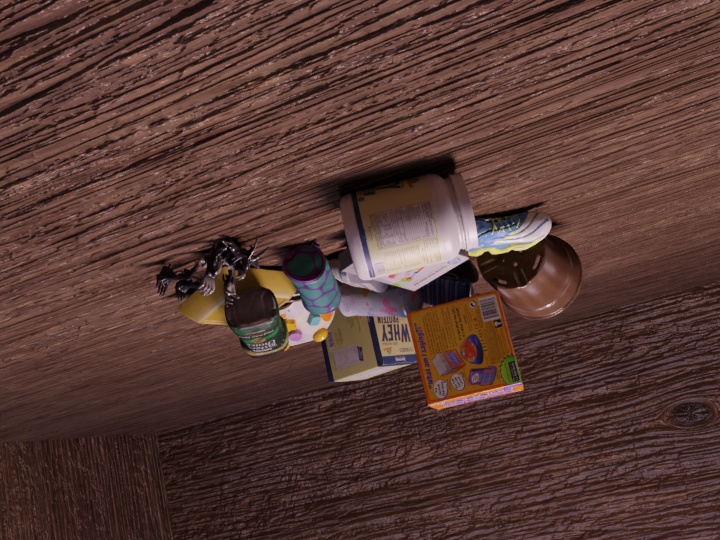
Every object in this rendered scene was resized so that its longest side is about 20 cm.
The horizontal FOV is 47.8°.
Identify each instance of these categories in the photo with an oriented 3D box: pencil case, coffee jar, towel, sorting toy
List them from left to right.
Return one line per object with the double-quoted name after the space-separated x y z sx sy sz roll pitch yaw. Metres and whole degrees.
-0.204 0.111 1.640 0.104 0.085 0.200 -14 157 -2 "coffee jar"
-0.175 0.099 1.929 0.200 0.107 0.180 -16 147 12 "sorting toy"
-0.094 0.020 1.608 0.085 0.092 0.200 -42 158 -10 "pencil case"
0.042 0.068 1.849 0.200 0.083 0.091 -1 133 37 "pencil case"
0.150 0.038 1.837 0.200 0.024 0.145 14 154 14 "towel"

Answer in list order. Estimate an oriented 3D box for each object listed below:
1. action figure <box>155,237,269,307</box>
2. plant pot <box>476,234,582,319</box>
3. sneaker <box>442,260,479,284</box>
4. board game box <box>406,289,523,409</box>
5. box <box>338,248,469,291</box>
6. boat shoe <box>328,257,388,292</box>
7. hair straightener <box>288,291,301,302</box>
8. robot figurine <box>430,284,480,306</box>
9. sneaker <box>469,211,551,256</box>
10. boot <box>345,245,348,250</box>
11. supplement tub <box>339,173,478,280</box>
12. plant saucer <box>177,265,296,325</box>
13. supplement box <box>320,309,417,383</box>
-0.254 0.009 1.435 0.200 0.102 0.119 -17 154 22 "action figure"
0.357 -0.009 1.760 0.200 0.201 0.198 -19 158 24 "plant pot"
0.182 0.004 1.892 0.090 0.067 0.200 -24 157 39 "sneaker"
0.229 0.177 1.754 0.200 0.200 0.200 -14 166 8 "board game box"
0.083 -0.027 1.554 0.200 0.041 0.156 15 144 -41 "box"
0.000 0.000 1.725 0.065 0.074 0.200 13 175 30 "boat shoe"
-0.198 0.042 1.771 0.200 0.041 0.077 -2 152 -21 "hair straightener"
0.222 0.055 2.020 0.169 0.113 0.200 10 172 17 "robot figurine"
0.280 -0.075 1.640 0.200 0.076 0.105 -19 164 26 "sneaker"
0.066 -0.032 1.632 0.200 0.069 0.188 -9 166 -13 "boot"
0.077 -0.074 1.311 0.200 0.145 0.145 -14 166 2 "supplement tub"
-0.243 0.063 1.678 0.200 0.049 0.200 6 148 -40 "plant saucer"
0.013 0.170 2.105 0.200 0.200 0.134 -24 163 40 "supplement box"
